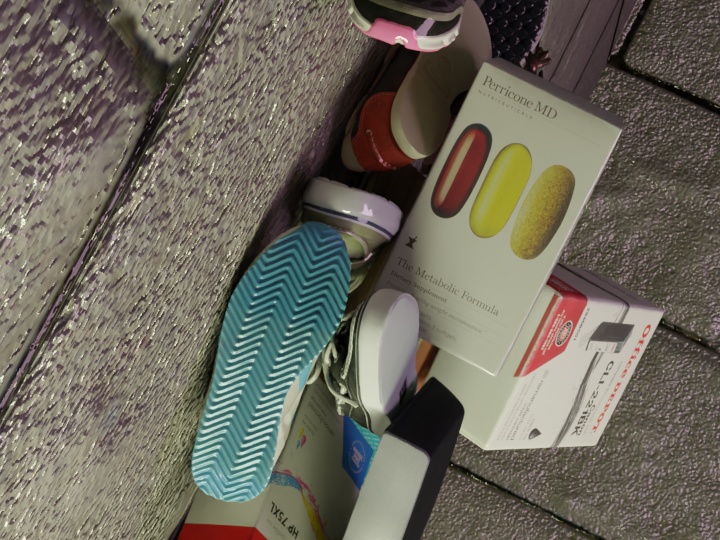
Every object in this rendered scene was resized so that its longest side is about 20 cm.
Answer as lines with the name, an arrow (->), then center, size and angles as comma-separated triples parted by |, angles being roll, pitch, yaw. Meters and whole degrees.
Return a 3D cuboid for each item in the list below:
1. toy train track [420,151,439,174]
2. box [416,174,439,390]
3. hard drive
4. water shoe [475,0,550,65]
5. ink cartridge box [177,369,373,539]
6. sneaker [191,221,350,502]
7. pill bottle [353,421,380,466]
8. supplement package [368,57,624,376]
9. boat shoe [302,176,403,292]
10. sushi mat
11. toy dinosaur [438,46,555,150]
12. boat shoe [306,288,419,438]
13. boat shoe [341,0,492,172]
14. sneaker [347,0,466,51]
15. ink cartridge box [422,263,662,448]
toy train track -> 0.026, -0.035, 1.288 | 0.200, 0.032, 0.115 | -61, 168, -25
box -> 0.064, 0.027, 1.207 | 0.152, 0.106, 0.201 | 3, 115, -53
hard drive -> 0.019, 0.188, 0.999 | 0.135, 0.042, 0.201 | -36, 148, -66
water shoe -> 0.117, -0.206, 1.296 | 0.079, 0.071, 0.201 | -109, -144, -63
ink cartridge box -> -0.067, 0.187, 1.023 | 0.116, 0.067, 0.200 | 57, 41, -41
sneaker -> -0.066, 0.056, 0.942 | 0.081, 0.076, 0.201 | -98, -149, -76
pill bottle -> -0.007, 0.171, 1.313 | 0.111, 0.110, 0.201 | 92, 3, -68
supplement package -> 0.101, -0.044, 1.007 | 0.200, 0.113, 0.110 | -65, 174, 14
boat shoe -> -0.009, -0.021, 1.011 | 0.200, 0.072, 0.062 | 66, 42, -81
sushi mat -> 0.000, 0.000, 1.129 | 0.200, 0.012, 0.096 | -65, -152, 12
toy dinosaur -> 0.095, -0.126, 1.125 | 0.136, 0.199, 0.086 | -42, 120, -71
boat shoe -> 0.001, 0.062, 0.965 | 0.199, 0.068, 0.074 | 76, 36, -69
boat shoe -> 0.045, -0.143, 1.031 | 0.062, 0.071, 0.200 | -19, -151, 38
sneaker -> 0.048, -0.210, 0.840 | 0.200, 0.074, 0.088 | -61, 172, -47
ink cartridge box -> 0.160, 0.072, 1.178 | 0.200, 0.084, 0.145 | 8, 111, -54
